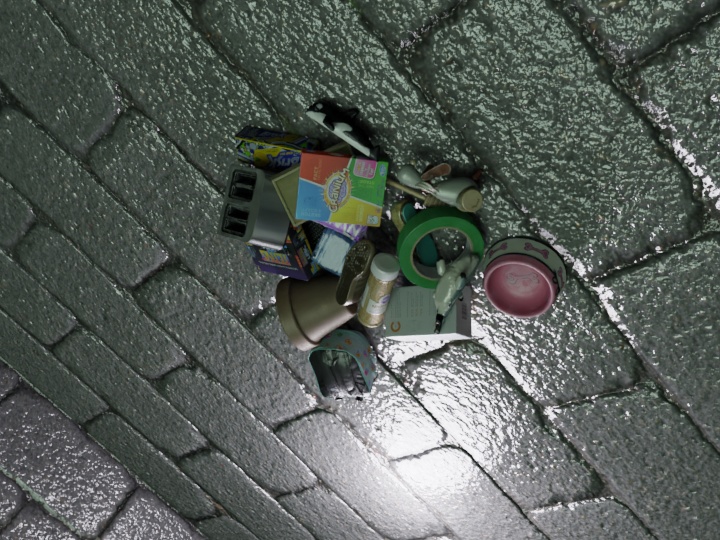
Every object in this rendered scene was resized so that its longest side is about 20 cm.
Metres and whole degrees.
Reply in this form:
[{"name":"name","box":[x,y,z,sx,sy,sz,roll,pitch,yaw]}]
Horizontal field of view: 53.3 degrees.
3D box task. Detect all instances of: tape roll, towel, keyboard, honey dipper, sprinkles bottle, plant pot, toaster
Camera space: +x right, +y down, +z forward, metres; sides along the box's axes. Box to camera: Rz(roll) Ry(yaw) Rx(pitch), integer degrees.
[{"name":"tape roll","box":[0.183,-0.051,1.652,0.196,0.049,0.203,-3,127,-4]},{"name":"towel","box":[-0.019,-0.030,1.816,0.198,0.049,0.113,28,111,-3]},{"name":"keyboard","box":[-0.129,-0.063,1.888,0.127,0.021,0.199,44,134,-11]},{"name":"honey dipper","box":[0.104,-0.186,1.649,0.197,0.038,0.038,25,135,9]},{"name":"sprinkles bottle","box":[0.043,0.049,1.732,0.067,0.069,0.202,23,135,8]},{"name":"plant pot","box":[-0.105,0.093,1.905,0.172,0.201,0.202,-19,118,19]},{"name":"toaster","box":[-0.246,-0.149,1.721,0.198,0.118,0.184,17,96,44]}]

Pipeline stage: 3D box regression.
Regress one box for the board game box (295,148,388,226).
[{"name":"board game box","box":[-0.044,-0.186,1.624,0.196,0.040,0.156,4,110,-8]}]

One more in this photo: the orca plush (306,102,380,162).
[{"name":"orca plush","box":[-0.025,-0.323,1.576,0.199,0.105,0.072,38,99,27]}]

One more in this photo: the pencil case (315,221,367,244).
[{"name":"pencil case","box":[-0.071,-0.133,1.752,0.197,0.086,0.084,23,155,11]}]

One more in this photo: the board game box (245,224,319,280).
[{"name":"board game box","box":[-0.219,-0.067,1.872,0.198,0.057,0.167,10,133,40]}]

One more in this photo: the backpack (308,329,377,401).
[{"name":"backpack","box":[-0.050,0.252,2.015,0.173,0.155,0.202,-2,136,26]}]

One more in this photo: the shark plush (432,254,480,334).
[{"name":"shark plush","box":[0.218,0.060,1.645,0.090,0.082,0.204,23,107,45]}]

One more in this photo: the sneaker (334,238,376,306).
[{"name":"sneaker","box":[0.000,0.000,1.755,0.071,0.075,0.201,50,131,27]}]

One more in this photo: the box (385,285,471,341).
[{"name":"box","box":[0.168,0.106,1.777,0.197,0.127,0.097,-6,165,32]}]

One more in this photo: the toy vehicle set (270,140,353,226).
[{"name":"toy vehicle set","box":[-0.094,-0.201,1.658,0.198,0.027,0.126,-27,116,-5]}]

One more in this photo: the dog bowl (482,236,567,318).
[{"name":"dog bowl","box":[0.372,0.024,1.658,0.197,0.074,0.203,15,132,17]}]

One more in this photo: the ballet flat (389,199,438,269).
[{"name":"ballet flat","box":[0.126,-0.083,1.710,0.070,0.071,0.202,-9,125,33]}]

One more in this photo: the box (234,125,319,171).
[{"name":"box","box":[-0.196,-0.285,1.705,0.197,0.065,0.071,14,132,17]}]

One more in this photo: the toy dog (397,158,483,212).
[{"name":"toy dog","box":[0.188,-0.198,1.548,0.198,0.098,0.132,21,-176,-30]}]
